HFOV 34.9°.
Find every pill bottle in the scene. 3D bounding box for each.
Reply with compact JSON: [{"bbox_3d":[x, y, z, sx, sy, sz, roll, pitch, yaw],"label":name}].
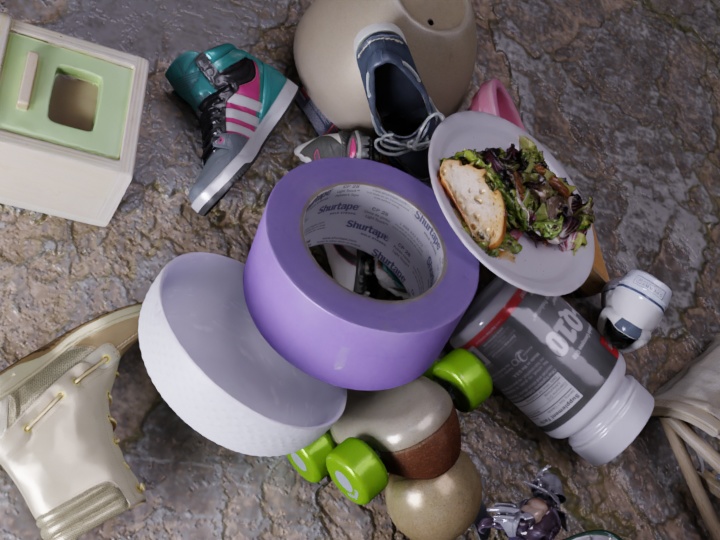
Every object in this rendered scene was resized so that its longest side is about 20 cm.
[{"bbox_3d":[0.198,0.097,1.176,0.200,0.114,0.114,42,55,-3],"label":"pill bottle"}]

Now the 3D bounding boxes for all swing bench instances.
[{"bbox_3d":[0.427,0.175,1.247,0.198,0.130,0.201,-31,82,-34],"label":"swing bench"}]

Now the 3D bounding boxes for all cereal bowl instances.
[{"bbox_3d":[-0.113,0.083,1.002,0.199,0.083,0.201,34,27,-20],"label":"cereal bowl"}]

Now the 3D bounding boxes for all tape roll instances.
[{"bbox_3d":[0.000,0.000,1.017,0.198,0.085,0.202,12,48,-14],"label":"tape roll"}]

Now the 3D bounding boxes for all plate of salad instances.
[{"bbox_3d":[0.149,-0.070,1.062,0.198,0.048,0.202,21,49,-26],"label":"plate of salad"}]

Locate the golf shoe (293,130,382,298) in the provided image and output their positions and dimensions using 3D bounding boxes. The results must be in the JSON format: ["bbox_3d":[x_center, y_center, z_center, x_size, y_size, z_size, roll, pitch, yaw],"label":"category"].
[{"bbox_3d":[-0.021,-0.041,1.167,0.087,0.077,0.203,-3,79,13],"label":"golf shoe"}]

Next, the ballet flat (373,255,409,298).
[{"bbox_3d":[0.071,-0.012,1.184,0.199,0.072,0.072,-27,80,-46],"label":"ballet flat"}]

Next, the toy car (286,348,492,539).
[{"bbox_3d":[0.054,0.195,1.068,0.164,0.157,0.202,-36,112,-25],"label":"toy car"}]

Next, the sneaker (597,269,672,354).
[{"bbox_3d":[0.277,0.051,1.214,0.073,0.200,0.071,35,85,14],"label":"sneaker"}]

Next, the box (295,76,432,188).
[{"bbox_3d":[0.034,-0.144,1.253,0.136,0.040,0.201,-29,82,-35],"label":"box"}]

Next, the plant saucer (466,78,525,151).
[{"bbox_3d":[0.156,-0.102,1.224,0.200,0.050,0.203,-19,90,-74],"label":"plant saucer"}]

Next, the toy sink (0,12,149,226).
[{"bbox_3d":[-0.304,-0.142,1.035,0.198,0.112,0.132,14,61,-20],"label":"toy sink"}]

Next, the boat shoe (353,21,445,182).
[{"bbox_3d":[0.045,-0.152,1.135,0.074,0.201,0.062,-14,48,5],"label":"boat shoe"}]

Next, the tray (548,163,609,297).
[{"bbox_3d":[0.224,-0.038,1.225,0.200,0.037,0.100,25,49,-66],"label":"tray"}]

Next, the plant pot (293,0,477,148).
[{"bbox_3d":[0.046,-0.248,1.204,0.198,0.134,0.203,12,62,-22],"label":"plant pot"}]

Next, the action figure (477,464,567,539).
[{"bbox_3d":[0.143,0.272,1.068,0.130,0.069,0.202,48,60,-45],"label":"action figure"}]

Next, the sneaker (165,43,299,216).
[{"bbox_3d":[-0.148,-0.155,1.137,0.120,0.084,0.201,37,48,-12],"label":"sneaker"}]

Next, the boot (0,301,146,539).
[{"bbox_3d":[-0.221,0.128,0.976,0.199,0.073,0.156,-34,89,-43],"label":"boot"}]

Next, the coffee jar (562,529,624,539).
[{"bbox_3d":[0.225,0.297,1.053,0.084,0.200,0.105,-21,71,10],"label":"coffee jar"}]
